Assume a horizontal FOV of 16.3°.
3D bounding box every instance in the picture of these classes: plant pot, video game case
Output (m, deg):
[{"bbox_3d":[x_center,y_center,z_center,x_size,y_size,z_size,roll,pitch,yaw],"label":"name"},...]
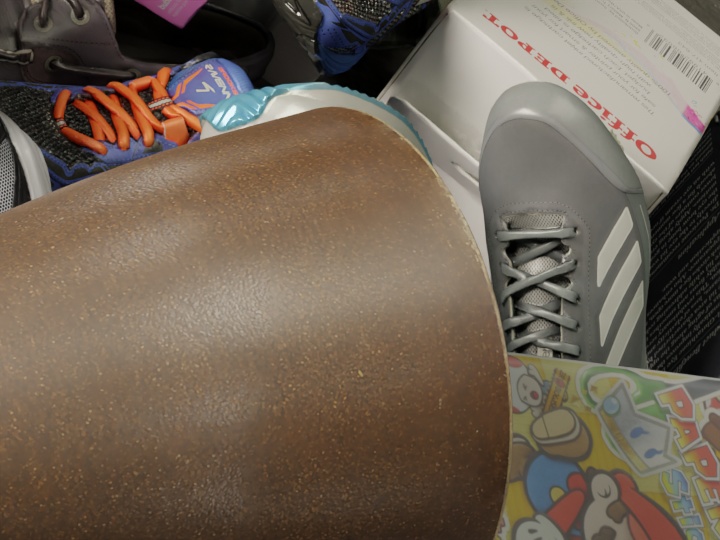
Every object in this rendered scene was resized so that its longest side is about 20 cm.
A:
[{"bbox_3d":[-0.083,0.048,0.835,0.199,0.187,0.187,-9,53,-34],"label":"plant pot"},{"bbox_3d":[0.096,0.124,0.929,0.181,0.023,0.201,8,56,-32],"label":"video game case"}]

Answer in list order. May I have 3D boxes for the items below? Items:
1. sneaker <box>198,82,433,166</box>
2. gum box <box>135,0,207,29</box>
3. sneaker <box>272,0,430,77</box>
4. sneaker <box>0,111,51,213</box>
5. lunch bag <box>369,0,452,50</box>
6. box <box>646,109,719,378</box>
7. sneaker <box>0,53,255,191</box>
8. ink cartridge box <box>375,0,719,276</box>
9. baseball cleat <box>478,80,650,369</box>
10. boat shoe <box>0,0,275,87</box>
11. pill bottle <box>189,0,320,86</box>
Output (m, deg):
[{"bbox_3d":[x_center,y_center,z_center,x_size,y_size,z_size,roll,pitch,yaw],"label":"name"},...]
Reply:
[{"bbox_3d":[0.000,0.000,0.996,0.200,0.076,0.081,50,33,-46],"label":"sneaker"},{"bbox_3d":[-0.077,-0.218,1.070,0.113,0.066,0.201,31,55,-14],"label":"gum box"},{"bbox_3d":[0.017,-0.147,1.076,0.076,0.078,0.200,55,34,-8],"label":"sneaker"},{"bbox_3d":[-0.168,-0.066,0.890,0.114,0.075,0.201,33,43,-77],"label":"sneaker"},{"bbox_3d":[-0.011,-0.209,1.275,0.200,0.118,0.164,39,27,-3],"label":"lunch bag"},{"bbox_3d":[0.203,0.043,1.194,0.148,0.104,0.200,29,32,-18],"label":"box"},{"bbox_3d":[-0.081,-0.057,1.027,0.199,0.079,0.076,2,47,-46],"label":"sneaker"},{"bbox_3d":[0.076,-0.062,1.172,0.128,0.125,0.200,40,31,1],"label":"ink cartridge box"},{"bbox_3d":[0.084,0.027,1.033,0.107,0.069,0.201,-55,135,-54],"label":"baseball cleat"},{"bbox_3d":[-0.125,-0.103,1.068,0.199,0.065,0.072,13,41,-36],"label":"boat shoe"},{"bbox_3d":[-0.090,-0.171,1.150,0.199,0.110,0.110,31,32,-13],"label":"pill bottle"}]
